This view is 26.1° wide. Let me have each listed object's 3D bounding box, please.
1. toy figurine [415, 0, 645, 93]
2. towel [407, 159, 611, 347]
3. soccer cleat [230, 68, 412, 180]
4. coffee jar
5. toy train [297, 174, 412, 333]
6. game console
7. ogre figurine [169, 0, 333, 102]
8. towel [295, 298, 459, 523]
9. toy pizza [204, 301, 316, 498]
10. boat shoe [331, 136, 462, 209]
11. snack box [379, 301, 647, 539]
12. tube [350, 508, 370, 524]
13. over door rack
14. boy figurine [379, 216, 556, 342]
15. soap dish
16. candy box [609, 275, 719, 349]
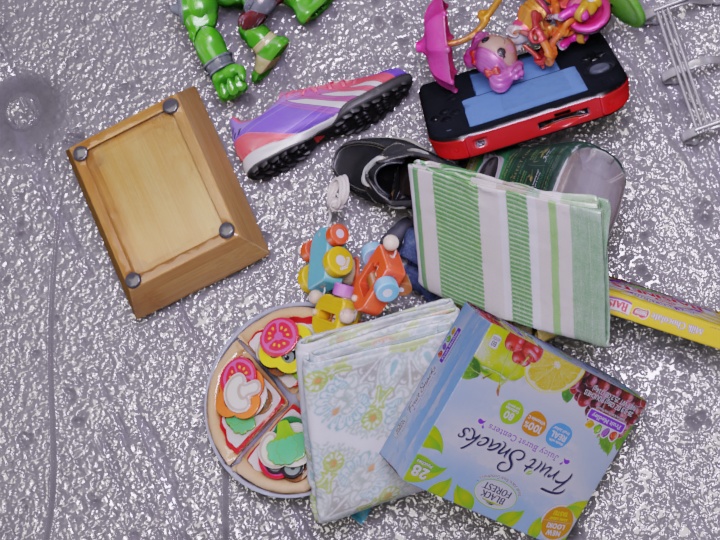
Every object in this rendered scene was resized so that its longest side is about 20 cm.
[{"bbox_3d":[0.150,-0.245,1.541,0.184,0.150,0.200,-44,65,-3],"label":"toy figurine"},{"bbox_3d":[0.136,-0.019,1.423,0.199,0.023,0.154,15,127,30],"label":"towel"},{"bbox_3d":[-0.042,-0.169,1.611,0.199,0.068,0.074,-28,74,5],"label":"soccer cleat"},{"bbox_3d":[0.163,-0.073,1.503,0.085,0.200,0.105,23,85,-28],"label":"coffee jar"},{"bbox_3d":[0.000,0.000,1.527,0.055,0.200,0.151,17,116,-25],"label":"toy train"},{"bbox_3d":[0.159,-0.178,1.539,0.198,0.177,0.031,-16,120,5],"label":"game console"},{"bbox_3d":[-0.108,-0.285,1.624,0.120,0.098,0.200,43,100,1],"label":"ogre figurine"},{"bbox_3d":[0.025,0.133,1.482,0.170,0.048,0.201,-14,120,-16],"label":"towel"},{"bbox_3d":[-0.070,0.126,1.560,0.198,0.032,0.202,-6,72,18],"label":"toy pizza"},{"bbox_3d":[0.033,-0.098,1.544,0.199,0.067,0.072,22,97,48],"label":"boat shoe"},{"bbox_3d":[0.144,0.148,1.462,0.199,0.068,0.169,27,97,-26],"label":"snack box"},{"bbox_3d":[0.026,0.150,1.560,0.077,0.050,0.201,34,92,25],"label":"tube"},{"bbox_3d":[0.395,-0.226,1.545,0.199,0.066,0.149,-22,77,25],"label":"over door rack"},{"bbox_3d":[0.111,0.025,1.539,0.199,0.064,0.125,29,128,21],"label":"boy figurine"},{"bbox_3d":[-0.205,-0.075,1.609,0.156,0.081,0.201,-26,79,3],"label":"soap dish"},{"bbox_3d":[0.261,0.030,1.491,0.198,0.102,0.027,18,102,-3],"label":"candy box"}]
